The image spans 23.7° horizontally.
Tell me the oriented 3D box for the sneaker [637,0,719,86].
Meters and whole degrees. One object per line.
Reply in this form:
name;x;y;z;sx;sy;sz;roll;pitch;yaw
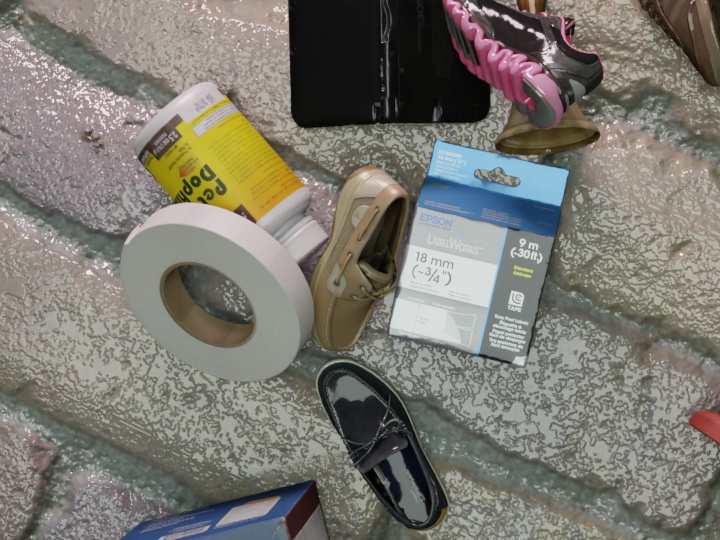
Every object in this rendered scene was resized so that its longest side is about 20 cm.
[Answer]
sneaker;0.306;-0.268;1.678;0.075;0.070;0.201;-19;87;26

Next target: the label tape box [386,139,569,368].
label tape box;0.117;-0.018;1.702;0.144;0.063;0.201;13;94;6

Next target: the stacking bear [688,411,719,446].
stacking bear;0.426;0.103;1.652;0.121;0.114;0.200;35;91;4

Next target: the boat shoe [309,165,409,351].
boat shoe;0.000;0.000;1.684;0.064;0.071;0.201;38;127;41

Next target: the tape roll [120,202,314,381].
tape roll;-0.143;0.023;1.688;0.202;0.037;0.203;16;135;17

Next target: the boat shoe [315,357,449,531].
boat shoe;0.022;0.175;1.723;0.074;0.062;0.200;-32;87;9

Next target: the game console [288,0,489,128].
game console;0.029;-0.246;1.726;0.175;0.116;0.201;-3;93;-23

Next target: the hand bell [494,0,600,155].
hand bell;0.175;-0.223;1.689;0.104;0.104;0.201;-6;79;7

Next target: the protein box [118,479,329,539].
protein box;-0.134;0.307;1.677;0.198;0.200;0.135;-15;91;7

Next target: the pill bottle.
pill bottle;-0.125;-0.082;1.705;0.109;0.109;0.200;-42;87;7

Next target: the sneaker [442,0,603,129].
sneaker;0.155;-0.217;1.627;0.095;0.079;0.200;-34;54;-10
